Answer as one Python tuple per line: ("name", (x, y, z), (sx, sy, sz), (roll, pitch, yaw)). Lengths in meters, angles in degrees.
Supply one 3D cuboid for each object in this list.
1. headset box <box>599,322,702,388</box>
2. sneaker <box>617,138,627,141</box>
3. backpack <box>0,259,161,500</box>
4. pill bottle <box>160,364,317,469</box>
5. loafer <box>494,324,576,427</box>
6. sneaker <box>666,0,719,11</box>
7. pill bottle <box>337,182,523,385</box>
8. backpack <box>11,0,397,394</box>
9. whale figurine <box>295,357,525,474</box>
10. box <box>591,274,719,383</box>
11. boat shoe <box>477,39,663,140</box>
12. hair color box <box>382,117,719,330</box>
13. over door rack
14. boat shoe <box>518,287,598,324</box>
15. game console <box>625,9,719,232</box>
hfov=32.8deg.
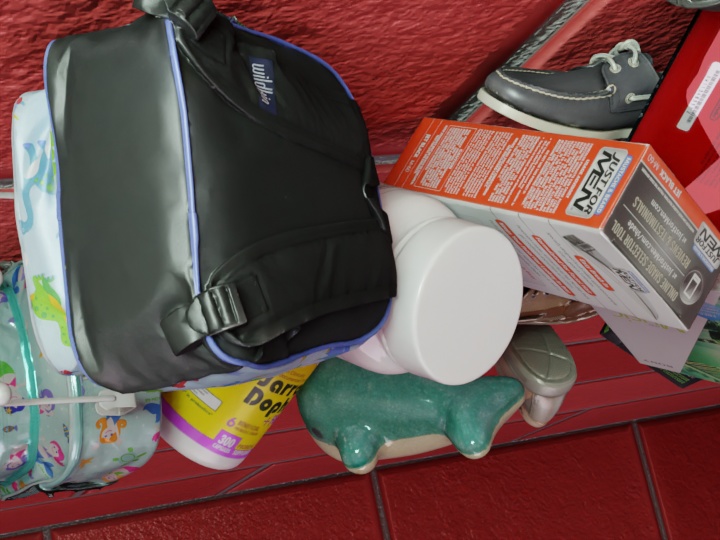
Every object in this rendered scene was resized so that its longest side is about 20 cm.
("headset box", (0.303, -0.013, 1.021), (0.092, 0.175, 0.200), (32, 160, -1))
("sneaker", (0.176, -0.072, 0.927), (0.113, 0.074, 0.199), (-5, 177, -38))
("backpack", (-0.231, 0.078, 0.909), (0.149, 0.180, 0.199), (-3, 169, -40))
("pill bottle", (-0.078, 0.048, 0.947), (0.201, 0.104, 0.104), (-52, 154, 12))
("loafer", (0.121, 0.047, 1.060), (0.071, 0.201, 0.063), (-4, 132, -20))
("sneaker", (0.242, -0.180, 0.602), (0.197, 0.077, 0.091), (-12, 177, 23))
("pill bottle", (0.000, 0.000, 0.783), (0.112, 0.115, 0.199), (1, -168, -42))
("backpack", (-0.077, -0.033, 0.636), (0.145, 0.186, 0.199), (-11, 176, 29))
("whale figurine", (0.031, 0.089, 0.974), (0.198, 0.105, 0.159), (8, -134, 46))
("box", (0.238, 0.032, 0.874), (0.143, 0.037, 0.200), (13, 163, 37))
("boat shoe", (0.165, -0.122, 0.788), (0.197, 0.073, 0.064), (1, 118, -27))
("hair color box", (0.118, -0.034, 0.773), (0.111, 0.064, 0.199), (41, 166, -36))
("over door rack", (-0.216, 0.012, 0.745), (0.066, 0.150, 0.199), (-17, 166, 38))
("boat shoe", (0.130, 0.008, 0.945), (0.197, 0.077, 0.072), (-14, 173, 6))
("game console", (0.266, -0.121, 0.770), (0.170, 0.120, 0.201), (18, 131, -5))
